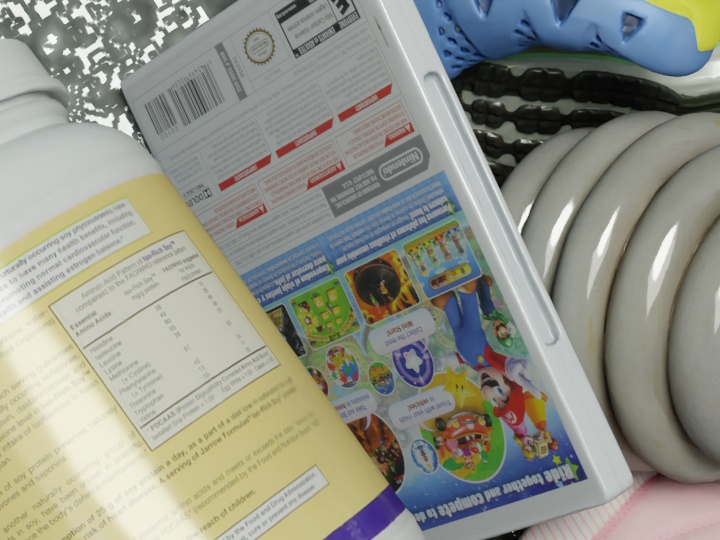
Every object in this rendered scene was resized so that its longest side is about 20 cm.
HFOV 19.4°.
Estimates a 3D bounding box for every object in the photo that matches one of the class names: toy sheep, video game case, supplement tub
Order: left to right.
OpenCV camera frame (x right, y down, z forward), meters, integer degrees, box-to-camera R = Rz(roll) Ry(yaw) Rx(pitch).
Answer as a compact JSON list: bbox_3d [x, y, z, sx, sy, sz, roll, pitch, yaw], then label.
[{"bbox_3d":[-0.089,0.049,0.618,0.145,0.145,0.201,-35,86,-11],"label":"supplement tub"},{"bbox_3d":[0.000,0.000,0.724,0.018,0.143,0.201,-25,90,-42],"label":"video game case"},{"bbox_3d":[0.107,0.007,0.730,0.137,0.199,0.139,-14,109,-44],"label":"toy sheep"}]

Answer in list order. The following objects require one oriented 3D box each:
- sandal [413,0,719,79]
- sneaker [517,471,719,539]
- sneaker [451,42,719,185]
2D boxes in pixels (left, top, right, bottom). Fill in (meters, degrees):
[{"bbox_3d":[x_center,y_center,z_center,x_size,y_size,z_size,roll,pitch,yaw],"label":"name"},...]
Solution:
[{"bbox_3d":[0.031,-0.100,0.724,0.199,0.079,0.088,24,108,29],"label":"sandal"},{"bbox_3d":[0.140,0.095,0.762,0.199,0.105,0.076,-21,130,-25],"label":"sneaker"},{"bbox_3d":[0.105,-0.086,0.795,0.198,0.077,0.089,-4,55,-9],"label":"sneaker"}]
